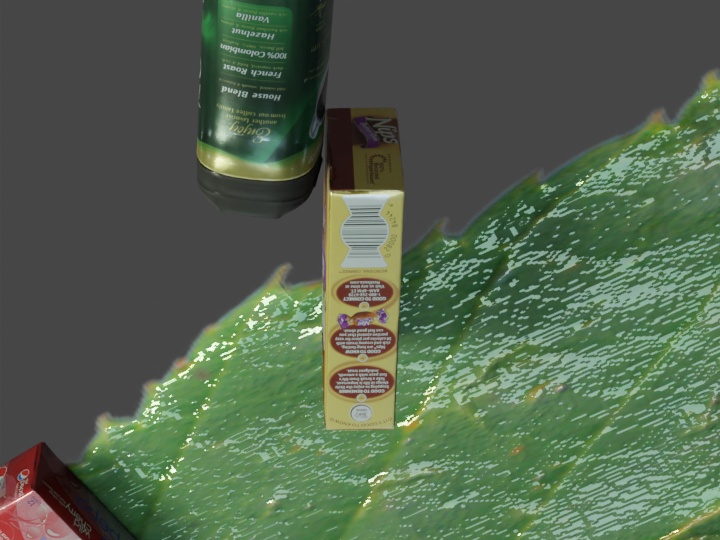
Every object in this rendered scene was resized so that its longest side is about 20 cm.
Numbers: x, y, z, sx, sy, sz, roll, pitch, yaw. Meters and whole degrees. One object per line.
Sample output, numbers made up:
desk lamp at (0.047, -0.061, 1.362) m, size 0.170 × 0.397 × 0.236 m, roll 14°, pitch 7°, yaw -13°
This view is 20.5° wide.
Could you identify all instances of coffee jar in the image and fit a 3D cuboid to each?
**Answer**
coffee jar at (-0.063, -0.139, 1.324) m, size 0.085 × 0.104 × 0.201 m, roll 7°, pitch 122°, yaw 4°

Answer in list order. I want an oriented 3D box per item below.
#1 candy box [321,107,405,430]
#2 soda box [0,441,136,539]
candy box at (0.000, 0.000, 1.409) m, size 0.056 × 0.117 × 0.201 m, roll -1°, pitch 123°, yaw -1°
soda box at (-0.221, 0.233, 1.587) m, size 0.070 × 0.064 × 0.200 m, roll -29°, pitch 120°, yaw 17°
